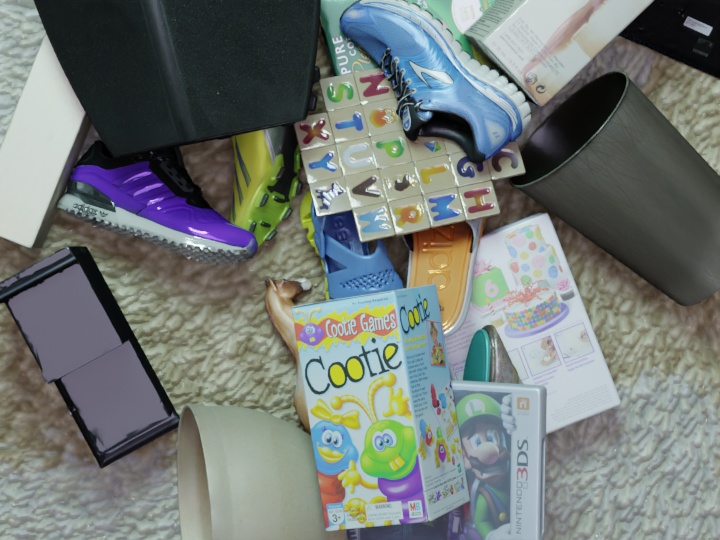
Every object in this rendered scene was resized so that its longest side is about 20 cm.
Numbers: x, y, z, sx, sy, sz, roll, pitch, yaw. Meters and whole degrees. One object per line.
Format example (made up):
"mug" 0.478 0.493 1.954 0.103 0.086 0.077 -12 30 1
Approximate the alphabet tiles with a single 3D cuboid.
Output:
"alphabet tiles" 0.045 -0.116 1.645 0.200 0.006 0.167 -12 72 -7

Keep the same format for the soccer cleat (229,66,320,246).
"soccer cleat" -0.097 -0.120 1.696 0.084 0.065 0.200 17 97 28

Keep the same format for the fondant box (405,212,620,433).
"fondant box" 0.146 0.061 1.705 0.144 0.058 0.200 -21 93 -1

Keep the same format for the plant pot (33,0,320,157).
"plant pot" -0.151 -0.202 1.582 0.200 0.199 0.178 -16 97 -38

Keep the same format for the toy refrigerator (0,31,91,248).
"toy refrigerator" -0.300 -0.126 1.670 0.070 0.076 0.200 21 91 -3

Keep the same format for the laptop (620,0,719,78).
"laptop" 0.350 -0.307 1.728 0.177 0.103 0.200 23 116 -2

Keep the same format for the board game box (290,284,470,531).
"board game box" 0.018 0.120 1.573 0.103 0.105 0.200 -9 89 24

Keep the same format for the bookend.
"bookend" -0.251 0.084 1.616 0.092 0.199 0.200 -28 93 -4

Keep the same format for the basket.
"basket" 0.265 -0.070 1.665 0.200 0.180 0.136 40 69 -13

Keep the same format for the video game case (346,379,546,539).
"video game case" 0.072 0.190 1.623 0.200 0.023 0.182 2 93 23

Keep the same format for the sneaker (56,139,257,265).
"sneaker" -0.182 -0.073 1.665 0.200 0.070 0.100 18 82 13

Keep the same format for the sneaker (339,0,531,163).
"sneaker" 0.057 -0.173 1.621 0.200 0.079 0.089 38 72 10

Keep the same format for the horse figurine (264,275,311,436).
"horse figurine" -0.021 0.101 1.703 0.132 0.050 0.200 -3 89 -10

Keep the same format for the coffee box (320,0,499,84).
"coffee box" 0.064 -0.231 1.699 0.200 0.044 0.123 -17 94 -3

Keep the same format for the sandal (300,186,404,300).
"sandal" 0.000 0.000 1.658 0.079 0.087 0.200 -22 79 -16

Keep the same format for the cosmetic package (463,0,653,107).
"cosmetic package" 0.202 -0.252 1.629 0.200 0.103 0.087 -44 103 4

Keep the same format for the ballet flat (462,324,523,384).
"ballet flat" 0.126 0.150 1.655 0.067 0.068 0.200 6 98 -20

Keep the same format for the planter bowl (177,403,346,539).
"planter bowl" -0.089 0.219 1.639 0.135 0.200 0.200 -3 92 -15

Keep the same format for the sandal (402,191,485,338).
"sandal" 0.075 -0.035 1.650 0.079 0.059 0.207 -5 56 11
